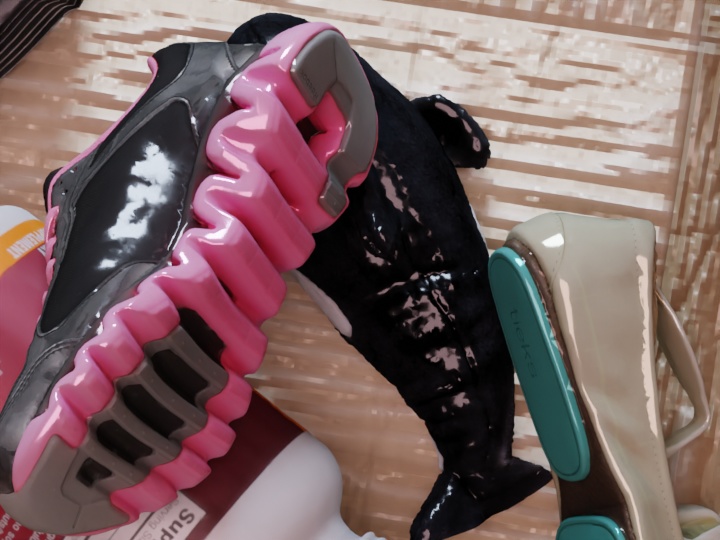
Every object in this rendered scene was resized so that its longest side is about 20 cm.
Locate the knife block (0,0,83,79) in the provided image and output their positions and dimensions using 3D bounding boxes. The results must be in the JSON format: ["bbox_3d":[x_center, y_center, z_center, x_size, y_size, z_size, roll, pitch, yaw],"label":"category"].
[{"bbox_3d":[-0.198,-0.093,0.950,0.199,0.064,0.176,-4,89,8],"label":"knife block"}]

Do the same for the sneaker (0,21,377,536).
[{"bbox_3d":[-0.075,-0.001,0.860,0.095,0.079,0.200,12,57,32],"label":"sneaker"}]

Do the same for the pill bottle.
[{"bbox_3d":[-0.081,0.078,0.910,0.200,0.113,0.113,38,95,5],"label":"pill bottle"}]

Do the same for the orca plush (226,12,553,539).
[{"bbox_3d":[0.000,0.000,0.919,0.105,0.071,0.201,-13,89,7],"label":"orca plush"}]

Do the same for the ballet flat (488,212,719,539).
[{"bbox_3d":[0.097,0.076,0.910,0.069,0.069,0.201,-10,96,8],"label":"ballet flat"}]
